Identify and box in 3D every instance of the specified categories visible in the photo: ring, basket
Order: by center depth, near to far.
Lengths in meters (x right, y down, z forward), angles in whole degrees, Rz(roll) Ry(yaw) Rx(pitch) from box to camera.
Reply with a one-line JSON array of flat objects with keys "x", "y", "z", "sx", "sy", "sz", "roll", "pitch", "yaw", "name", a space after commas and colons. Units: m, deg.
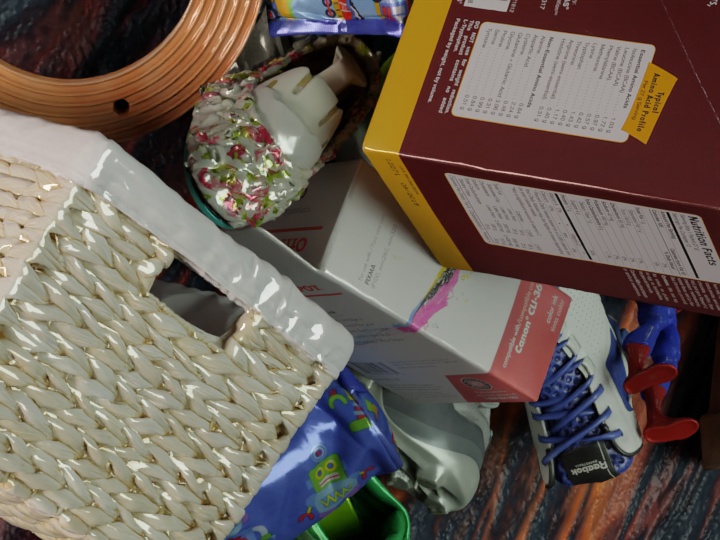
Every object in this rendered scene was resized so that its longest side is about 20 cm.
[{"x": -0.150, "y": 0.035, "z": 1.105, "sx": 0.198, "sy": 0.199, "sz": 0.162, "roll": 40, "pitch": 73, "yaw": -39, "name": "basket"}, {"x": -0.145, "y": -0.159, "z": 1.128, "sx": 0.199, "sy": 0.019, "sz": 0.202, "roll": -1, "pitch": 110, "yaw": -3, "name": "ring"}]

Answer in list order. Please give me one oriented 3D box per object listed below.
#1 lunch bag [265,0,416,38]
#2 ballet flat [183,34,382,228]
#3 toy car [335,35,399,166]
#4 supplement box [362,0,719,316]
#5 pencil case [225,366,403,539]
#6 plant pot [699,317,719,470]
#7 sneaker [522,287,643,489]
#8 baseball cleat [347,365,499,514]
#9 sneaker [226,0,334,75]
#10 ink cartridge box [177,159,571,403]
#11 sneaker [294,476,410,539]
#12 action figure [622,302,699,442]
[{"x": 0.037, "y": -0.213, "z": 1.181, "sx": 0.200, "sy": 0.094, "sz": 0.152, "roll": -25, "pitch": 114, "yaw": -49, "name": "lunch bag"}, {"x": -0.035, "y": -0.081, "z": 1.132, "sx": 0.076, "sy": 0.064, "sz": 0.200, "roll": 52, "pitch": 22, "yaw": -9, "name": "ballet flat"}, {"x": 0.084, "y": -0.115, "z": 1.340, "sx": 0.199, "sy": 0.175, "sz": 0.151, "roll": 16, "pitch": 52, "yaw": -42, "name": "toy car"}, {"x": 0.139, "y": -0.100, "z": 1.110, "sx": 0.198, "sy": 0.199, "sz": 0.133, "roll": -70, "pitch": 154, "yaw": -18, "name": "supplement box"}, {"x": -0.074, "y": 0.122, "z": 1.228, "sx": 0.199, "sy": 0.078, "sz": 0.087, "roll": -33, "pitch": 146, "yaw": -9, "name": "pencil case"}, {"x": 0.322, "y": 0.042, "z": 1.564, "sx": 0.199, "sy": 0.199, "sz": 0.175, "roll": -2, "pitch": 83, "yaw": -42, "name": "plant pot"}, {"x": 0.128, "y": 0.065, "z": 1.396, "sx": 0.199, "sy": 0.080, "sz": 0.116, "roll": 46, "pitch": 27, "yaw": -49, "name": "sneaker"}, {"x": 0.017, "y": 0.056, "z": 1.363, "sx": 0.200, "sy": 0.069, "sz": 0.107, "roll": 56, "pitch": 46, "yaw": -37, "name": "baseball cleat"}, {"x": -0.045, "y": -0.153, "z": 1.262, "sx": 0.086, "sy": 0.077, "sz": 0.201, "roll": -21, "pitch": 120, "yaw": -46, "name": "sneaker"}, {"x": 0.000, "y": 0.000, "z": 1.217, "sx": 0.199, "sy": 0.116, "sz": 0.068, "roll": 32, "pitch": 70, "yaw": -31, "name": "ink cartridge box"}, {"x": -0.011, "y": 0.171, "z": 1.332, "sx": 0.074, "sy": 0.083, "sz": 0.201, "roll": -37, "pitch": 121, "yaw": -32, "name": "sneaker"}, {"x": 0.214, "y": 0.024, "z": 1.453, "sx": 0.200, "sy": 0.098, "sz": 0.066, "roll": -86, "pitch": 156, "yaw": -60, "name": "action figure"}]
